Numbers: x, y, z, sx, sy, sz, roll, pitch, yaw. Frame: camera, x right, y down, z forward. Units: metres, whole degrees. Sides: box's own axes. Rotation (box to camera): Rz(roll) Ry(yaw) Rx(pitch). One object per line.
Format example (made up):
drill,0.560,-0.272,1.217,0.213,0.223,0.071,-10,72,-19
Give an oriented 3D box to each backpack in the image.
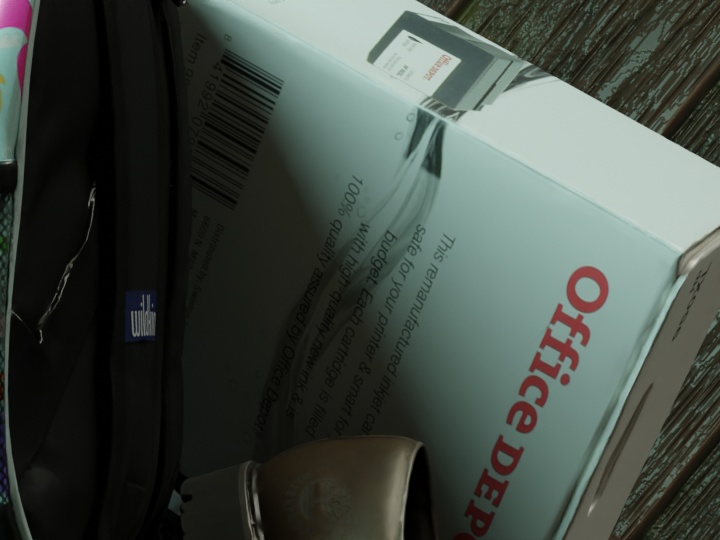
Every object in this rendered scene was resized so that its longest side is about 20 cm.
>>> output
backpack,-0.113,-0.022,0.677,0.150,0.201,0.178,6,1,5

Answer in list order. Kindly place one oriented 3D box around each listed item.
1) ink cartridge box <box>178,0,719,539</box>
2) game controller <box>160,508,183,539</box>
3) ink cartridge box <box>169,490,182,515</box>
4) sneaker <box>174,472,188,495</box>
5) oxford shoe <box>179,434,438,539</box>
ink cartridge box,0.000,0.000,0.785,0.200,0.145,0.084,31,26,17
game controller,-0.084,0.087,0.861,0.200,0.042,0.104,38,-10,-23
ink cartridge box,-0.076,-0.033,0.936,0.160,0.200,0.047,36,0,3
sneaker,0.009,0.078,0.881,0.200,0.084,0.081,33,-10,-4
oxford shoe,0.016,0.130,0.655,0.073,0.084,0.201,56,16,-66
